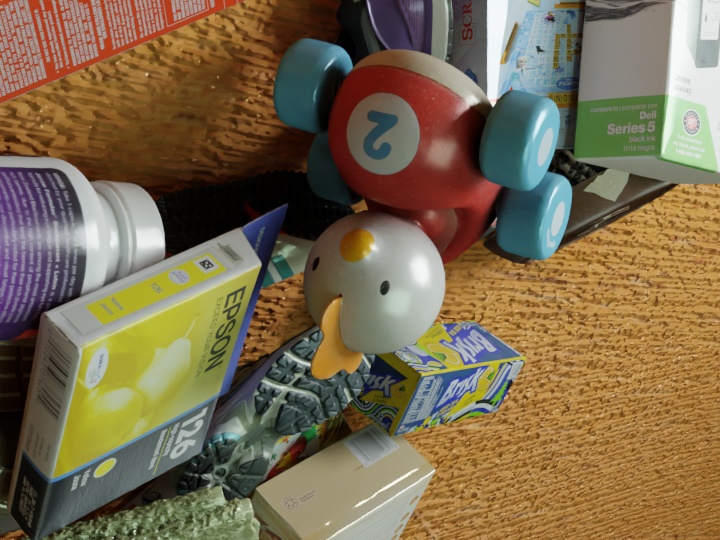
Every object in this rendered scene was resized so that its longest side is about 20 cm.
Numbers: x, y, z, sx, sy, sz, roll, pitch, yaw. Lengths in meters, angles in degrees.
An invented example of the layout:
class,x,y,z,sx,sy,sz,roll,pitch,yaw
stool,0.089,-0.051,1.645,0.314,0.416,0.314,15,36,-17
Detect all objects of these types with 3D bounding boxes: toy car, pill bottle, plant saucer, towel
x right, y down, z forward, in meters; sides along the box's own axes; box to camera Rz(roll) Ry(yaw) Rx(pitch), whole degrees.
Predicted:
class,x,y,z,sx,sy,sz,roll,pitch,yaw
toy car,0.015,-0.022,0.865,0.200,0.184,0.177,-64,156,-21
pill bottle,-0.222,-0.013,0.783,0.200,0.111,0.112,-2,122,-43
plant saucer,0.201,-0.055,1.137,0.200,0.035,0.200,-27,175,-3
towel,-0.174,0.214,0.991,0.200,0.037,0.148,-13,156,-5

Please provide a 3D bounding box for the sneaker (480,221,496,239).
class,x,y,z,sx,sy,sz,roll,pitch,yaw
sneaker,0.098,-0.118,1.061,0.087,0.074,0.200,23,96,-41

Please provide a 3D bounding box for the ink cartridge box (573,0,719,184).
class,x,y,z,sx,sy,sz,roll,pitch,yaw
ink cartridge box,0.243,-0.173,0.996,0.145,0.084,0.201,6,88,-43

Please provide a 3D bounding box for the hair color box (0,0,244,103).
class,x,y,z,sx,sy,sz,roll,pitch,yaw
hair color box,-0.171,-0.159,0.716,0.200,0.111,0.064,-28,136,-26

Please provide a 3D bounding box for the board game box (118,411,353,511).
class,x,y,z,sx,sy,sz,roll,pitch,yaw
board game box,-0.098,0.177,1.121,0.200,0.035,0.126,-41,142,-12

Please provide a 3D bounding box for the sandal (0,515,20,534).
class,x,y,z,sx,sy,sz,roll,pitch,yaw
sandal,-0.287,0.180,0.921,0.200,0.055,0.082,-3,122,-43

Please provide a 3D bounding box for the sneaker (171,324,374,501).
class,x,y,z,sx,sy,sz,roll,pitch,yaw
sneaker,-0.078,0.093,1.031,0.200,0.086,0.078,-41,126,2

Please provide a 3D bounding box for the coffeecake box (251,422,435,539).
class,x,y,z,sx,sy,sz,roll,pitch,yaw
coffeecake box,-0.038,0.242,1.154,0.153,0.073,0.200,-25,149,-40

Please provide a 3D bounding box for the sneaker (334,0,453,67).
class,x,y,z,sx,sy,sz,roll,pitch,yaw
sneaker,0.016,-0.143,0.966,0.087,0.076,0.200,-7,140,-4

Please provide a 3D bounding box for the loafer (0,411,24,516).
class,x,y,z,sx,sy,sz,roll,pitch,yaw
loafer,-0.253,0.120,0.890,0.200,0.076,0.068,5,123,-46

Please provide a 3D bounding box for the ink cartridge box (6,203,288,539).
class,x,y,z,sx,sy,sz,roll,pitch,yaw
ink cartridge box,-0.130,0.068,0.866,0.200,0.047,0.198,-24,148,-39

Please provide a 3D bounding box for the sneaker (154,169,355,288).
class,x,y,z,sx,sy,sz,roll,pitch,yaw
sneaker,-0.089,-0.015,0.964,0.200,0.070,0.093,-11,150,-46

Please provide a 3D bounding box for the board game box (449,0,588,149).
class,x,y,z,sx,sy,sz,roll,pitch,yaw
board game box,0.148,-0.191,0.995,0.200,0.041,0.200,-5,97,-42

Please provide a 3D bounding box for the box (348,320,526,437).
class,x,y,z,sx,sy,sz,roll,pitch,yaw
box,0.065,0.091,1.157,0.200,0.070,0.064,-1,122,-58

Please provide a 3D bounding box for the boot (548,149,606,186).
class,x,y,z,sx,sy,sz,roll,pitch,yaw
boot,0.238,-0.139,1.176,0.154,0.074,0.203,-48,160,20

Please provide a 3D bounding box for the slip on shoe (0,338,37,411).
class,x,y,z,sx,sy,sz,roll,pitch,yaw
slip on shoe,-0.207,0.049,0.891,0.200,0.061,0.076,2,138,-42
